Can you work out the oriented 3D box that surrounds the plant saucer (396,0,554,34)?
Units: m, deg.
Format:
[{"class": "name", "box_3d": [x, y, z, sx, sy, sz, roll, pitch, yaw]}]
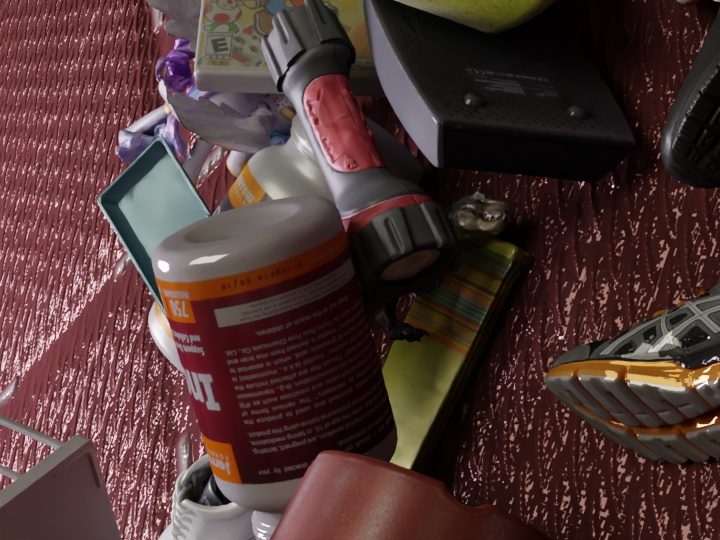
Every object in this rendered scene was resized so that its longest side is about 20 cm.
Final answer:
[{"class": "plant saucer", "box_3d": [0.041, -0.213, 0.988, 0.200, 0.199, 0.048, -58, -13, -57]}]

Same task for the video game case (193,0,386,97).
[{"class": "video game case", "box_3d": [-0.009, -0.196, 1.102, 0.023, 0.200, 0.182, 91, -179, -55]}]

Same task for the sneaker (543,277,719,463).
[{"class": "sneaker", "box_3d": [0.175, 0.042, 0.781, 0.200, 0.078, 0.077, -13, 46, 48]}]

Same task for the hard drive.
[{"class": "hard drive", "box_3d": [0.074, -0.121, 0.964, 0.200, 0.135, 0.042, -110, 30, -51]}]

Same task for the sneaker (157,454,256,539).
[{"class": "sneaker", "box_3d": [-0.100, 0.161, 1.088, 0.200, 0.071, 0.073, -44, 38, 30]}]

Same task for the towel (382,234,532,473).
[{"class": "towel", "box_3d": [0.040, 0.068, 1.003, 0.200, 0.018, 0.086, -65, 29, 1]}]

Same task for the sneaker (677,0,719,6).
[{"class": "sneaker", "box_3d": [0.152, -0.200, 0.852, 0.078, 0.115, 0.200, -63, 2, 8]}]

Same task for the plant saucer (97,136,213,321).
[{"class": "plant saucer", "box_3d": [-0.103, 0.009, 1.045, 0.070, 0.019, 0.200, -41, 69, 21]}]

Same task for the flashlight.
[{"class": "flashlight", "box_3d": [-0.003, -0.079, 0.972, 0.068, 0.068, 0.200, -26, 64, 8]}]

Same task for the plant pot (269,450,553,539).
[{"class": "plant pot", "box_3d": [0.006, 0.210, 0.810, 0.201, 0.201, 0.196, -1, 60, 55]}]

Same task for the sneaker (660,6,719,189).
[{"class": "sneaker", "box_3d": [0.222, -0.132, 0.835, 0.200, 0.076, 0.091, -54, 24, 5]}]

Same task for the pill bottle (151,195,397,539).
[{"class": "pill bottle", "box_3d": [-0.043, 0.066, 0.923, 0.113, 0.113, 0.200, 6, 115, 56]}]

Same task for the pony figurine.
[{"class": "pony figurine", "box_3d": [-0.094, -0.125, 1.172, 0.200, 0.193, 0.167, -38, 51, 43]}]

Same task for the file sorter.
[{"class": "file sorter", "box_3d": [-0.225, 0.202, 0.944, 0.124, 0.200, 0.139, 15, 38, 38]}]

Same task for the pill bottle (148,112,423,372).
[{"class": "pill bottle", "box_3d": [-0.050, -0.014, 1.093, 0.200, 0.116, 0.116, -55, 33, 16]}]

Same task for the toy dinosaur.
[{"class": "toy dinosaur", "box_3d": [0.000, 0.000, 1.001, 0.200, 0.047, 0.088, -5, 74, 13]}]
